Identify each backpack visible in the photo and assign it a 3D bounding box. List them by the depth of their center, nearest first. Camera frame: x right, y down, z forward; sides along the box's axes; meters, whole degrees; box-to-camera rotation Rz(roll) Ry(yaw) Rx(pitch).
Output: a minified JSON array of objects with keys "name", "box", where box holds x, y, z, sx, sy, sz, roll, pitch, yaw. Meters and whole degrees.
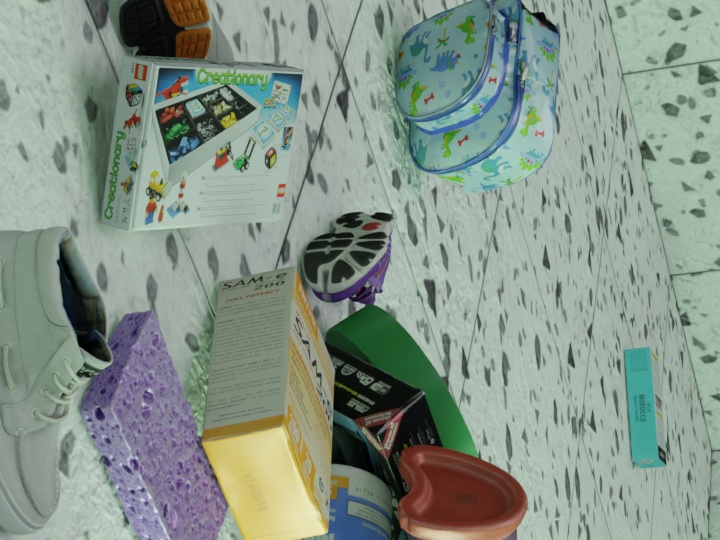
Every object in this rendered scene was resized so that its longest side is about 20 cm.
[{"name":"backpack","box":[0.129,-0.202,2.242,0.146,0.182,0.202,22,61,-43]}]

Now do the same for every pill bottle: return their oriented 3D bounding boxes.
[{"name":"pill bottle","box":[-0.032,0.277,1.652,0.112,0.111,0.202,58,30,-53]}]

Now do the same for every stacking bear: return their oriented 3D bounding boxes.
[{"name":"stacking bear","box":[0.073,0.271,1.673,0.122,0.112,0.202,-86,-175,-63]}]

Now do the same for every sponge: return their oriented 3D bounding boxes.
[{"name":"sponge","box":[-0.151,0.144,1.464,0.112,0.030,0.201,-73,150,-52]}]

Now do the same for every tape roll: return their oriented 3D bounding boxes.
[{"name":"tape roll","box":[0.039,0.130,1.846,0.201,0.048,0.201,54,-15,22]}]

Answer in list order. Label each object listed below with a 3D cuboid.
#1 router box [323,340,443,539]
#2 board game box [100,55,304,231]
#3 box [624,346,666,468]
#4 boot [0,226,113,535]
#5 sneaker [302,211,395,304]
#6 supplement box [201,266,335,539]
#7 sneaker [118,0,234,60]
[{"name":"router box","box":[0.013,0.170,1.764,0.062,0.149,0.201,-39,130,-24]},{"name":"board game box","box":[-0.119,-0.099,1.509,0.199,0.034,0.128,-6,108,-58]},{"name":"box","box":[0.505,0.244,3.445,0.082,0.049,0.202,39,47,-65]},{"name":"boot","box":[-0.201,0.071,1.225,0.074,0.095,0.202,-53,134,-65]},{"name":"sneaker","box":[0.000,0.000,1.918,0.200,0.080,0.084,-44,131,-69]},{"name":"supplement box","box":[-0.072,0.110,1.606,0.201,0.073,0.127,-89,163,-51]},{"name":"sneaker","box":[-0.143,-0.188,1.568,0.092,0.075,0.201,-88,169,-49]}]
